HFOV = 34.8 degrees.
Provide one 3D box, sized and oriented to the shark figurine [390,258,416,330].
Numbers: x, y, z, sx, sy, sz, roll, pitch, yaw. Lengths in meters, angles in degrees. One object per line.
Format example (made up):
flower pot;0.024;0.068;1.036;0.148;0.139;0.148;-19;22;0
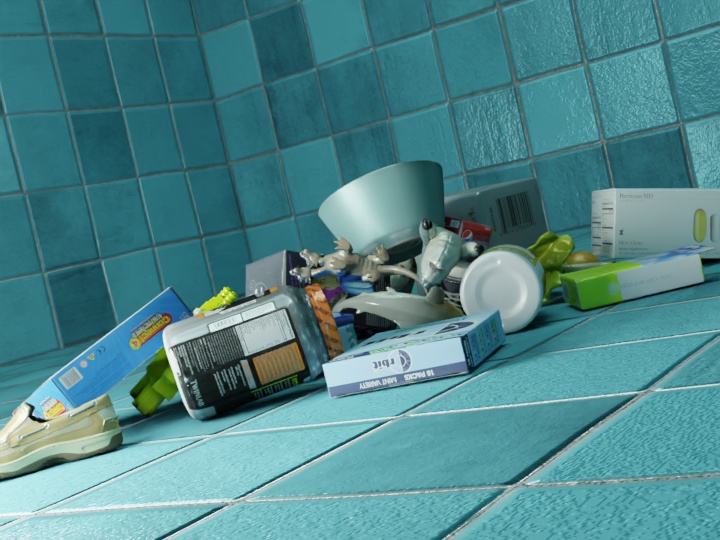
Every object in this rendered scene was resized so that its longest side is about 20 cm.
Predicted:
shark figurine;0.024;0.072;1.912;0.214;0.128;0.089;-26;-30;32

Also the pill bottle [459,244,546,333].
pill bottle;0.203;0.021;1.607;0.111;0.111;0.200;-12;2;12

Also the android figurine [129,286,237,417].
android figurine;-0.235;0.105;1.549;0.200;0.041;0.182;-50;15;-2

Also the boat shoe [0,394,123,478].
boat shoe;-0.376;0.187;1.306;0.199;0.076;0.072;-14;3;-15

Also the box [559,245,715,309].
box;0.394;0.008;1.634;0.199;0.048;0.122;-13;3;0

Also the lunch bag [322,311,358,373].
lunch bag;-0.110;0.111;1.612;0.200;0.083;0.161;-10;1;36

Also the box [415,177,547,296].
box;0.205;-0.042;1.985;0.171;0.201;0.199;-8;6;39

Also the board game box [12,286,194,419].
board game box;-0.329;0.124;1.469;0.200;0.056;0.196;-41;4;-34

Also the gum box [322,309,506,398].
gum box;0.069;0.097;1.376;0.169;0.045;0.200;-12;4;21

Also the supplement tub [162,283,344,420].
supplement tub;-0.128;0.093;1.392;0.199;0.123;0.123;-19;3;-7

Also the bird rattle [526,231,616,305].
bird rattle;0.328;0.009;1.833;0.163;0.113;0.200;0;-8;7

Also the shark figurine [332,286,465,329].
shark figurine;0.046;0.071;1.621;0.214;0.090;0.128;5;-19;7

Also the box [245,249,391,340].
box;-0.064;0.044;1.771;0.200;0.106;0.122;10;-18;-34

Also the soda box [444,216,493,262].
soda box;0.119;-0.058;1.832;0.070;0.064;0.200;11;4;-35

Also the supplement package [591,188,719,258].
supplement package;0.487;-0.076;1.851;0.199;0.111;0.156;-1;2;-2

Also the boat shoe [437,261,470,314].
boat shoe;0.149;0.033;1.770;0.074;0.093;0.200;14;3;11

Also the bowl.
bowl;0.047;-0.074;1.735;0.200;0.105;0.201;-19;-14;-5

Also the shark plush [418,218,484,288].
shark plush;0.097;-0.021;1.599;0.091;0.083;0.200;24;2;-12

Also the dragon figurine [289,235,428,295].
dragon figurine;0.000;0.000;1.661;0.199;0.059;0.099;11;-17;-4
